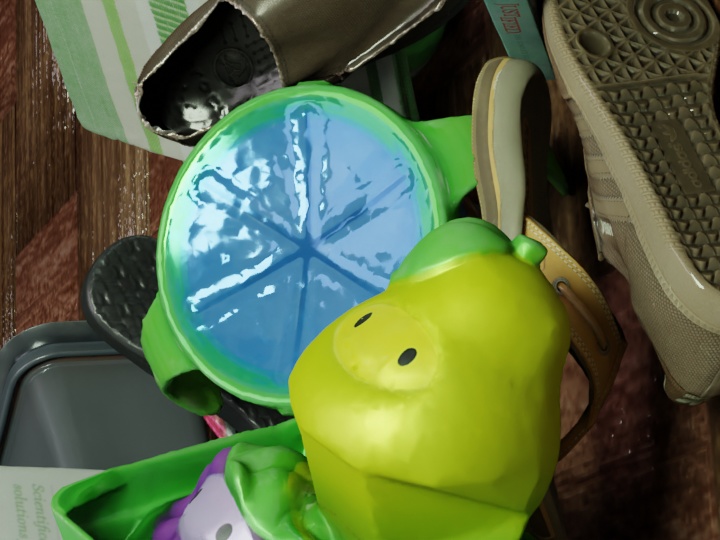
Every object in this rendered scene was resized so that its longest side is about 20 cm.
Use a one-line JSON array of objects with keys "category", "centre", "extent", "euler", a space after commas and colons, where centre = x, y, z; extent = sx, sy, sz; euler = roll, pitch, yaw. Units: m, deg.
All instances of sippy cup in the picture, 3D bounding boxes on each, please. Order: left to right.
[{"category": "sippy cup", "centre": [0.000, 0.000, 1.060], "extent": [0.177, 0.130, 0.141], "euler": [5, 82, 25]}]

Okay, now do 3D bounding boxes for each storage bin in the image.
[{"category": "storage bin", "centre": [-0.134, 0.143, 1.371], "extent": [0.200, 0.145, 0.135], "euler": [113, 147, -44]}]

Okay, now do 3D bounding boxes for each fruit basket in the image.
[{"category": "fruit basket", "centre": [0.001, 0.087, 0.842], "extent": [0.215, 0.155, 0.217], "euler": [30, 127, 50]}]

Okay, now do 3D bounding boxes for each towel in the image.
[{"category": "towel", "centre": [-0.063, -0.097, 1.157], "extent": [0.023, 0.199, 0.153], "euler": [-57, -29, -31]}]

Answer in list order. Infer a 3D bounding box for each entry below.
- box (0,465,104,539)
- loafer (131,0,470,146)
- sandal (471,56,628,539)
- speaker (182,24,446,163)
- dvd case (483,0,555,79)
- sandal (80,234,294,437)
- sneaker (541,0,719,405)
[{"category": "box", "centre": [-0.102, 0.226, 1.209], "extent": [0.172, 0.199, 0.200], "euler": [120, 147, -44]}, {"category": "loafer", "centre": [-0.019, -0.107, 1.038], "extent": [0.200, 0.073, 0.071], "euler": [-38, 4, 28]}, {"category": "sandal", "centre": [0.074, 0.012, 0.936], "extent": [0.080, 0.054, 0.201], "euler": [55, -147, -68]}, {"category": "speaker", "centre": [-0.028, -0.101, 1.230], "extent": [0.200, 0.088, 0.089], "euler": [140, 129, -60]}, {"category": "dvd case", "centre": [0.070, -0.190, 0.981], "extent": [0.146, 0.022, 0.201], "euler": [41, -130, -77]}, {"category": "sandal", "centre": [-0.044, 0.057, 1.151], "extent": [0.075, 0.200, 0.045], "euler": [-54, 0, -30]}, {"category": "sneaker", "centre": [0.103, -0.041, 0.924], "extent": [0.076, 0.070, 0.201], "euler": [110, 155, -47]}]
